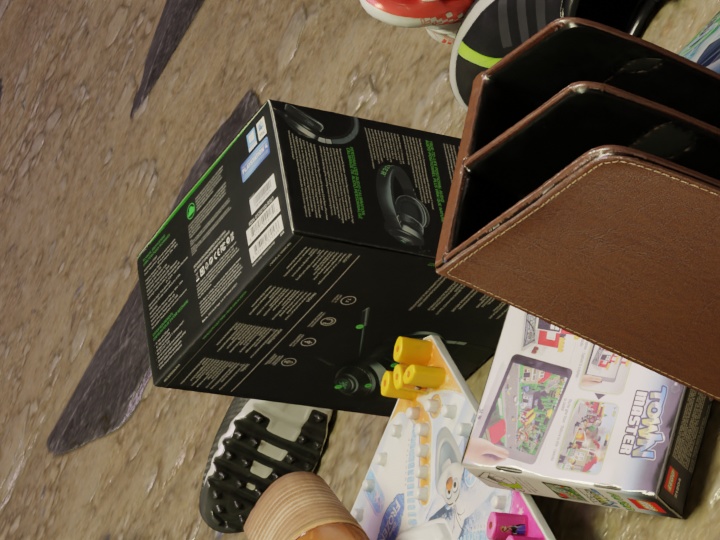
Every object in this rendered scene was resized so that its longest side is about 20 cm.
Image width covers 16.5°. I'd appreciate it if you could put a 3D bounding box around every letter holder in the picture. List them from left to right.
[{"bbox_3d":[0.157,-0.027,1.048,0.142,0.200,0.101,-35,36,55],"label":"letter holder"}]

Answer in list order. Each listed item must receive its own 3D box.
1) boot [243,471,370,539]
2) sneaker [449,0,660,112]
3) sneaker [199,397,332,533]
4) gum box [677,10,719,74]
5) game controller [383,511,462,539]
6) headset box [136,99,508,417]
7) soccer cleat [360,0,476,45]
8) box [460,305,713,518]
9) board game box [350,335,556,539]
[{"bbox_3d":[-0.040,0.227,1.338,0.155,0.074,0.200,58,136,49],"label":"boot"},{"bbox_3d":[0.116,-0.141,1.473,0.200,0.072,0.083,-48,29,42],"label":"sneaker"},{"bbox_3d":[-0.054,0.083,1.670,0.200,0.066,0.090,-65,17,-7],"label":"sneaker"},{"bbox_3d":[0.214,-0.121,1.134,0.170,0.045,0.200,-45,6,-33],"label":"gum box"},{"bbox_3d":[0.032,0.178,1.394,0.200,0.042,0.105,153,123,-61],"label":"game controller"},{"bbox_3d":[0.000,0.000,1.438,0.174,0.200,0.093,-47,44,45],"label":"headset box"},{"bbox_3d":[0.056,-0.175,1.583,0.200,0.069,0.085,-37,-24,-55],"label":"soccer cleat"},{"bbox_3d":[0.130,0.017,1.232,0.110,0.035,0.200,8,71,33],"label":"box"},{"bbox_3d":[0.026,0.166,1.330,0.200,0.026,0.200,-68,27,25],"label":"board game box"}]
